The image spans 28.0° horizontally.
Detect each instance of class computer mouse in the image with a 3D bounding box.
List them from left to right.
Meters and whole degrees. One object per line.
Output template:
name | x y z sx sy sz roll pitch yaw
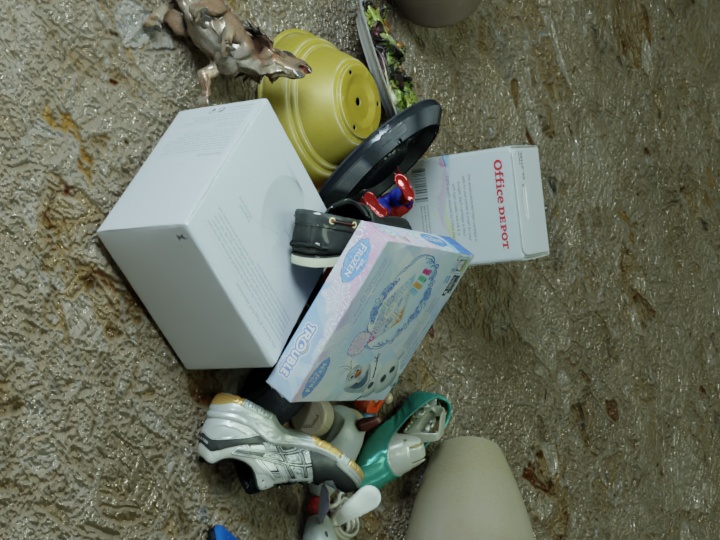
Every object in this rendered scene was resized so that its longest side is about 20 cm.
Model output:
computer mouse | -0.079 0.084 1.639 0.200 0.046 0.141 -49 126 -40

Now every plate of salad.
plate of salad | 0.040 -0.260 1.830 0.200 0.048 0.201 -18 90 -82

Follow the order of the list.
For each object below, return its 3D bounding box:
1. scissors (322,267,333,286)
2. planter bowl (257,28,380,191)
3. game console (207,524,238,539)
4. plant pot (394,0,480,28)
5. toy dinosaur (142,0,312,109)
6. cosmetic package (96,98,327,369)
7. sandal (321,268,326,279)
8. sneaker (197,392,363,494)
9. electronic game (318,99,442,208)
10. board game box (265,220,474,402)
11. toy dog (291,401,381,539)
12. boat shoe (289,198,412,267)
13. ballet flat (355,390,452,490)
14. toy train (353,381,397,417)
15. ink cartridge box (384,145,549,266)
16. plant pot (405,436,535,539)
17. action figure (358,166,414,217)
scissors | -0.001 0.067 1.624 0.073 0.014 0.200 -32 130 -29
planter bowl | -0.032 -0.199 1.738 0.200 0.083 0.201 15 72 -55
game console | -0.138 0.403 1.544 0.200 0.118 0.171 52 14 -40
plant pot | 0.091 -0.420 1.897 0.175 0.200 0.201 74 29 -50
toy dinosaur | -0.155 -0.262 1.570 0.200 0.086 0.136 54 31 -15
cosmetic package | -0.142 -0.036 1.505 0.200 0.123 0.200 62 37 -34
sandal | -0.031 0.014 1.741 0.075 0.045 0.200 -52 127 -47
sneaker | -0.091 0.209 1.571 0.200 0.076 0.088 29 76 -23
electronic game | 0.021 -0.132 1.731 0.042 0.200 0.200 48 34 9
board game box | 0.014 0.048 1.538 0.200 0.043 0.199 -59 153 13
toy dog | -0.018 0.239 1.680 0.132 0.096 0.201 -16 99 -56
boat shoe | -0.002 -0.044 1.547 0.201 0.074 0.063 -9 105 -56
ballet flat | 0.060 0.213 1.829 0.200 0.070 0.067 -45 122 -50
toy train | 0.029 0.091 1.743 0.200 0.056 0.150 -61 164 7
ink cartridge box | 0.135 -0.078 1.867 0.083 0.200 0.146 -8 92 -57
plant pot | 0.141 0.324 1.863 0.187 0.187 0.200 47 34 -43
action figure | 0.034 -0.083 1.728 0.052 0.065 0.200 54 -1 5
